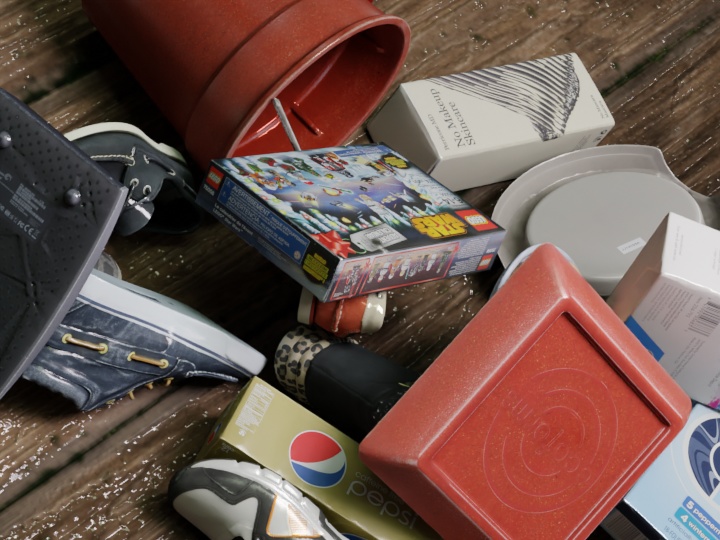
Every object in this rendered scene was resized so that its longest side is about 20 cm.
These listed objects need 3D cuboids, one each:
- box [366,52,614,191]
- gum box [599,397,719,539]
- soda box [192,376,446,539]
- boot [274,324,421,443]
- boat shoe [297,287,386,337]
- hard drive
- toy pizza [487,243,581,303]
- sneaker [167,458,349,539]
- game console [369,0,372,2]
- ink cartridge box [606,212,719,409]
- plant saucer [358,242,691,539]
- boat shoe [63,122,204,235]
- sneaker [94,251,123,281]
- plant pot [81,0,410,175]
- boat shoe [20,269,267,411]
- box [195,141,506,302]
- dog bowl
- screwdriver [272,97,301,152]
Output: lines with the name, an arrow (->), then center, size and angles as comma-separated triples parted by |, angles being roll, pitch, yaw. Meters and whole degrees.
box -> 0.112, -0.123, 1.816 | 0.200, 0.068, 0.082 | -15, 68, -37
gum box -> 0.295, 0.180, 1.629 | 0.170, 0.045, 0.200 | 43, 50, 2
soda box -> -0.020, 0.164, 1.549 | 0.200, 0.068, 0.064 | 34, 50, -6
boot -> 0.037, 0.108, 1.606 | 0.154, 0.073, 0.204 | 31, 0, 33
boat shoe -> 0.000, 0.000, 1.626 | 0.063, 0.071, 0.200 | 11, 18, 5
hard drive -> -0.247, -0.009, 1.451 | 0.135, 0.200, 0.042 | 38, 15, 16
toy pizza -> 0.142, 0.080, 1.588 | 0.200, 0.032, 0.200 | -4, 94, -59
sneaker -> -0.052, 0.206, 1.501 | 0.200, 0.074, 0.080 | 34, 52, -5
game console -> -0.091, -0.323, 1.866 | 0.172, 0.119, 0.200 | -11, 61, 0
ink cartridge box -> 0.293, 0.048, 1.609 | 0.200, 0.116, 0.067 | 21, 47, -8
plant saucer -> 0.128, 0.116, 1.510 | 0.200, 0.037, 0.200 | -47, 121, -5
boat shoe -> -0.171, -0.056, 1.562 | 0.066, 0.074, 0.199 | 58, 11, 15
sneaker -> -0.253, -0.031, 1.530 | 0.200, 0.087, 0.074 | 29, 50, -11
plant pot -> -0.100, -0.184, 1.666 | 0.195, 0.201, 0.201 | 46, 48, 15
boat shoe -> -0.161, 0.062, 1.543 | 0.200, 0.091, 0.071 | 26, 3, -41
box -> -0.004, -0.040, 1.575 | 0.137, 0.040, 0.200 | 38, 28, 28
dog bowl -> 0.207, -0.022, 1.751 | 0.200, 0.059, 0.200 | -7, 38, 6
screwdriver -> -0.047, -0.081, 1.634 | 0.029, 0.200, 0.028 | -22, 64, 6
